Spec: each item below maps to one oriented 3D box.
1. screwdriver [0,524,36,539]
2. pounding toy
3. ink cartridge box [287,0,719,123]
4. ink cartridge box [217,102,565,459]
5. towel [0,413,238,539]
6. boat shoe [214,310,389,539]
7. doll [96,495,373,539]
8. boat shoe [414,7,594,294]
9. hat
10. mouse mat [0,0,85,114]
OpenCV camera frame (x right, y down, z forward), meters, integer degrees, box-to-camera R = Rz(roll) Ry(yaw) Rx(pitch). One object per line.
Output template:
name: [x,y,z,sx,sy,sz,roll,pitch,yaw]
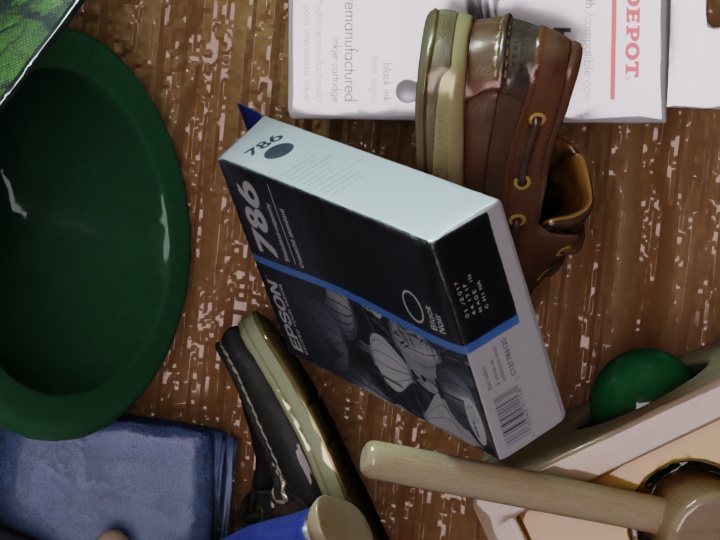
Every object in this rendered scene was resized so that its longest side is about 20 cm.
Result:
screwdriver: [-0.214,0.095,1.067,0.199,0.029,0.028,25,62,-26]
pounding toy: [0.127,0.112,1.063,0.183,0.142,0.201,-26,94,8]
ink cartridge box: [0.071,-0.122,1.076,0.198,0.068,0.117,1,98,5]
ink cartridge box: [0.000,0.000,1.030,0.039,0.200,0.100,-30,117,-21]
towel: [-0.120,0.159,1.143,0.111,0.049,0.202,8,99,5]
boat shoe: [-0.024,0.118,1.115,0.064,0.073,0.201,-24,95,3]
doll: [-0.083,0.168,1.070,0.199,0.048,0.137,-26,58,24]
boat shoe: [0.062,-0.022,1.044,0.067,0.072,0.201,2,138,8]
hat: [-0.196,-0.026,1.117,0.175,0.166,0.201,0,119,38]
mouse mat: [-0.184,-0.119,1.053,0.160,0.008,0.201,20,64,29]
